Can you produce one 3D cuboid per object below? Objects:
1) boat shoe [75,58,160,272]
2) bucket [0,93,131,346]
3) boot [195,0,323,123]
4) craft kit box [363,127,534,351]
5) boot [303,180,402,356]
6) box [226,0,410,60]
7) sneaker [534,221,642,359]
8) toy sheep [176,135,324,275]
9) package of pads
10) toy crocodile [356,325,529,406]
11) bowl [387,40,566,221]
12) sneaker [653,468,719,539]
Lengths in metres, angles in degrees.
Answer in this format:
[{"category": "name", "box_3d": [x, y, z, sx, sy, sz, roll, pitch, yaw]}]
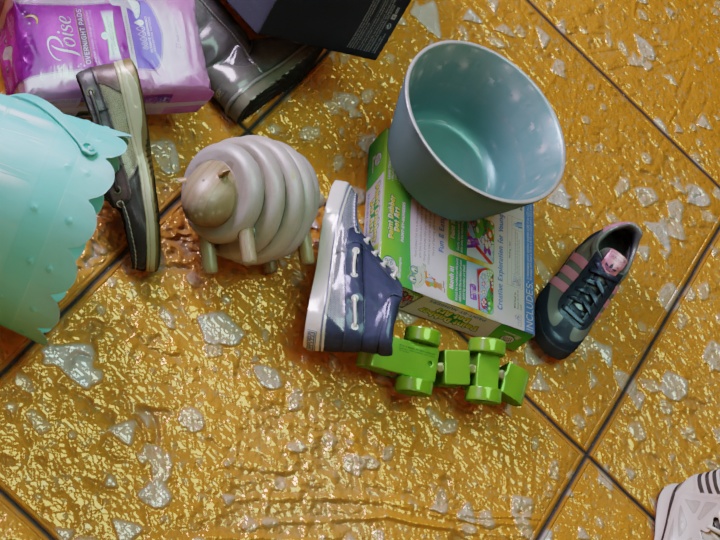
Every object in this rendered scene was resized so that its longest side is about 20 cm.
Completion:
[{"category": "boat shoe", "box_3d": [-0.228, -0.096, 1.517, 0.066, 0.072, 0.202, -8, 99, -7]}, {"category": "bucket", "box_3d": [-0.294, -0.051, 1.384, 0.134, 0.207, 0.208, 23, 51, -10]}, {"category": "boot", "box_3d": [-0.149, -0.269, 1.713, 0.200, 0.073, 0.182, 45, 45, 7]}, {"category": "craft kit box", "box_3d": [0.097, -0.034, 1.741, 0.197, 0.048, 0.201, 22, 52, -25]}, {"category": "boot", "box_3d": [0.000, 0.000, 1.614, 0.090, 0.073, 0.201, 8, 56, 1]}, {"category": "box", "box_3d": [-0.073, -0.330, 1.701, 0.182, 0.104, 0.200, 6, 34, -47]}, {"category": "sneaker", "box_3d": [0.253, 0.014, 1.789, 0.070, 0.082, 0.200, 39, 48, -7]}, {"category": "toy sheep", "box_3d": [-0.102, -0.066, 1.573, 0.200, 0.138, 0.138, 0, 60, -58]}, {"category": "package of pads", "box_3d": [-0.250, -0.214, 1.573, 0.199, 0.076, 0.121, -6, 73, -26]}, {"category": "toy crocodile", "box_3d": [0.086, 0.100, 1.641, 0.199, 0.062, 0.068, 11, 76, -23]}, {"category": "bowl", "box_3d": [0.108, -0.133, 1.712, 0.200, 0.105, 0.202, 17, 54, -25]}, {"category": "sneaker", "box_3d": [0.353, 0.289, 1.663, 0.075, 0.115, 0.201, 27, 51, -17]}]
